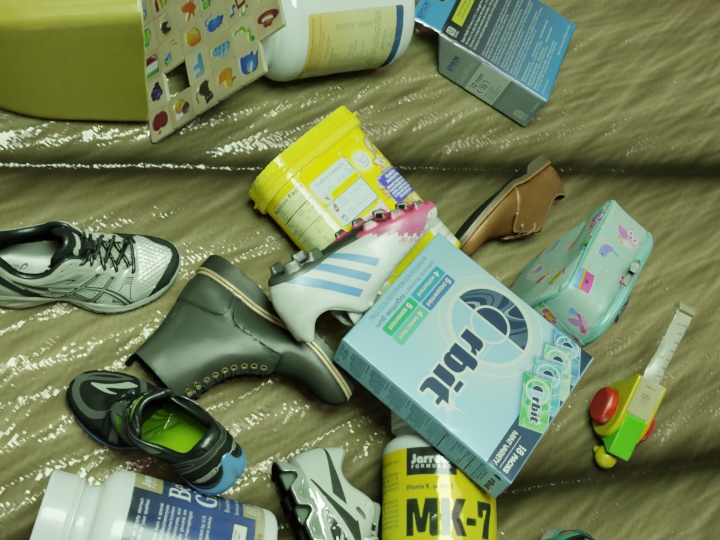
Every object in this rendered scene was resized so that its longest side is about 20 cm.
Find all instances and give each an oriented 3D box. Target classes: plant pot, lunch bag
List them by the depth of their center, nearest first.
[{"bbox_3d":[-0.319,-0.268,0.905,0.195,0.196,0.198,-8,71,-13],"label":"plant pot"},{"bbox_3d":[0.222,0.020,0.989,0.077,0.200,0.161,42,58,-3],"label":"lunch bag"}]

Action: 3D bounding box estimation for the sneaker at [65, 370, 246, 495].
[{"bbox_3d":[-0.184,0.127,0.816,0.197,0.084,0.071,19,54,31],"label":"sneaker"}]

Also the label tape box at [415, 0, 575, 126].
[{"bbox_3d":[0.163,-0.300,1.177,0.197,0.066,0.145,29,61,-5],"label":"label tape box"}]

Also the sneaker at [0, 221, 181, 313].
[{"bbox_3d":[-0.261,-0.006,0.870,0.196,0.088,0.077,-6,69,-25],"label":"sneaker"}]

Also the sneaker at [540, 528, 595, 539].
[{"bbox_3d":[0.206,0.290,0.896,0.198,0.079,0.073,12,69,-55],"label":"sneaker"}]

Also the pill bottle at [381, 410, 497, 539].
[{"bbox_3d":[0.076,0.224,0.896,0.112,0.114,0.204,8,65,-18],"label":"pill bottle"}]

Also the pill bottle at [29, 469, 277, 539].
[{"bbox_3d":[-0.178,0.237,0.789,0.196,0.111,0.113,19,63,-14],"label":"pill bottle"}]

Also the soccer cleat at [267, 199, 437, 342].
[{"bbox_3d":[0.000,0.000,0.903,0.198,0.069,0.088,-28,103,-25],"label":"soccer cleat"}]

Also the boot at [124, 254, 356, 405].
[{"bbox_3d":[-0.115,0.100,0.902,0.199,0.078,0.139,37,66,9],"label":"boot"}]

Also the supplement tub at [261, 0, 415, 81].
[{"bbox_3d":[-0.052,-0.293,1.040,0.196,0.144,0.147,-13,74,-26],"label":"supplement tub"}]

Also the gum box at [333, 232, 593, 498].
[{"bbox_3d":[0.101,0.084,0.887,0.199,0.045,0.170,40,56,9],"label":"gum box"}]

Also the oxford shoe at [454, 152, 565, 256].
[{"bbox_3d":[0.178,-0.064,1.083,0.199,0.071,0.072,-37,90,-31],"label":"oxford shoe"}]

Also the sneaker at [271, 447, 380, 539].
[{"bbox_3d":[-0.008,0.261,0.869,0.087,0.074,0.203,-16,76,-24],"label":"sneaker"}]

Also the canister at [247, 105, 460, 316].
[{"bbox_3d":[-0.003,-0.055,0.996,0.201,0.087,0.148,48,60,1],"label":"canister"}]

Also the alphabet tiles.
[{"bbox_3d":[-0.162,-0.251,0.966,0.007,0.197,0.171,14,58,-55],"label":"alphabet tiles"}]

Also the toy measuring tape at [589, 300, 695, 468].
[{"bbox_3d":[0.309,0.126,1.035,0.072,0.074,0.203,25,91,-10],"label":"toy measuring tape"}]
